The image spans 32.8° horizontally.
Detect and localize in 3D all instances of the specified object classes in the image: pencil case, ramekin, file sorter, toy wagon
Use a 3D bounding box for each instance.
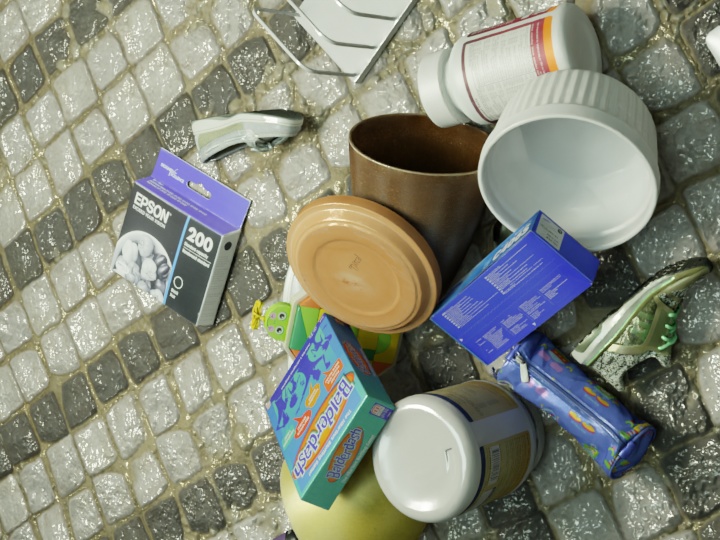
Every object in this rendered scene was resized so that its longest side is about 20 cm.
[{"bbox_3d":[0.248,0.153,1.426,0.200,0.087,0.078,41,99,24],"label":"pencil case"},{"bbox_3d":[0.235,-0.127,1.352,0.197,0.106,0.202,12,139,11],"label":"ramekin"},{"bbox_3d":[-0.021,-0.363,1.547,0.139,0.124,0.201,49,118,21],"label":"file sorter"},{"bbox_3d":[-0.043,0.077,1.575,0.040,0.197,0.157,-133,54,-69],"label":"toy wagon"}]

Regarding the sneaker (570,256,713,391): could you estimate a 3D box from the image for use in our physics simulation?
[{"bbox_3d":[0.333,0.062,1.378,0.089,0.077,0.200,48,124,7],"label":"sneaker"}]

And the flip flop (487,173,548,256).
[{"bbox_3d":[0.185,-0.030,1.470,0.080,0.057,0.203,20,105,32],"label":"flip flop"}]

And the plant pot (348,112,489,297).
[{"bbox_3d":[0.069,-0.064,1.494,0.185,0.186,0.203,23,123,31],"label":"plant pot"}]

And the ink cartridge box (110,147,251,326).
[{"bbox_3d":[-0.268,-0.051,1.796,0.197,0.043,0.202,29,109,30],"label":"ink cartridge box"}]

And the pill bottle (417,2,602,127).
[{"bbox_3d":[0.173,-0.234,1.431,0.198,0.109,0.111,-11,88,35],"label":"pill bottle"}]

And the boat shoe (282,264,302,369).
[{"bbox_3d":[-0.060,0.069,1.636,0.064,0.074,0.205,6,101,28],"label":"boat shoe"}]

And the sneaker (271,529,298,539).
[{"bbox_3d":[-0.069,0.455,1.682,0.087,0.075,0.202,-37,73,25],"label":"sneaker"}]

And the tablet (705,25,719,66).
[{"bbox_3d":[0.464,-0.201,1.289,0.130,0.014,0.202,-35,74,32],"label":"tablet"}]

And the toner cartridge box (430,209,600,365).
[{"bbox_3d":[0.176,0.024,1.411,0.095,0.043,0.200,40,134,-7],"label":"toner cartridge box"}]

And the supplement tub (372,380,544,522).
[{"bbox_3d":[0.121,0.208,1.448,0.143,0.199,0.147,2,94,35],"label":"supplement tub"}]

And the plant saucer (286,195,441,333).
[{"bbox_3d":[0.000,0.000,1.457,0.198,0.032,0.202,16,135,17],"label":"plant saucer"}]

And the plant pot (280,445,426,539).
[{"bbox_3d":[0.019,0.271,1.530,0.142,0.199,0.202,-38,73,27],"label":"plant pot"}]

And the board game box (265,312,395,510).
[{"bbox_3d":[-0.041,0.165,1.472,0.153,0.045,0.200,-58,28,14],"label":"board game box"}]

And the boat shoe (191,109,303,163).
[{"bbox_3d":[-0.156,-0.186,1.691,0.200,0.074,0.066,0,100,39],"label":"boat shoe"}]
